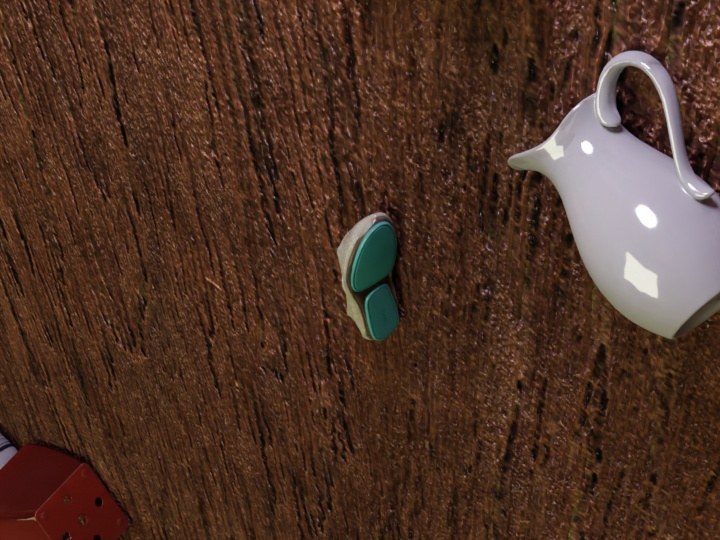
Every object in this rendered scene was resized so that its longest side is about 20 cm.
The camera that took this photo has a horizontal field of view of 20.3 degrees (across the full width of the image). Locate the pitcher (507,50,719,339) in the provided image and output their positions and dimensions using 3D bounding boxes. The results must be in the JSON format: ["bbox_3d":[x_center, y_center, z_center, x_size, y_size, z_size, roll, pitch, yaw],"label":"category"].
[{"bbox_3d":[0.231,-0.061,1.603,0.200,0.121,0.172,53,140,14],"label":"pitcher"}]

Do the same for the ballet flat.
[{"bbox_3d":[0.000,0.000,2.073,0.062,0.067,0.200,44,155,30],"label":"ballet flat"}]

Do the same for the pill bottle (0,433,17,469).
[{"bbox_3d":[-0.658,0.318,3.431,0.200,0.116,0.116,43,153,10],"label":"pill bottle"}]

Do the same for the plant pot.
[{"bbox_3d":[-0.496,0.409,3.245,0.176,0.200,0.200,-11,118,47],"label":"plant pot"}]
